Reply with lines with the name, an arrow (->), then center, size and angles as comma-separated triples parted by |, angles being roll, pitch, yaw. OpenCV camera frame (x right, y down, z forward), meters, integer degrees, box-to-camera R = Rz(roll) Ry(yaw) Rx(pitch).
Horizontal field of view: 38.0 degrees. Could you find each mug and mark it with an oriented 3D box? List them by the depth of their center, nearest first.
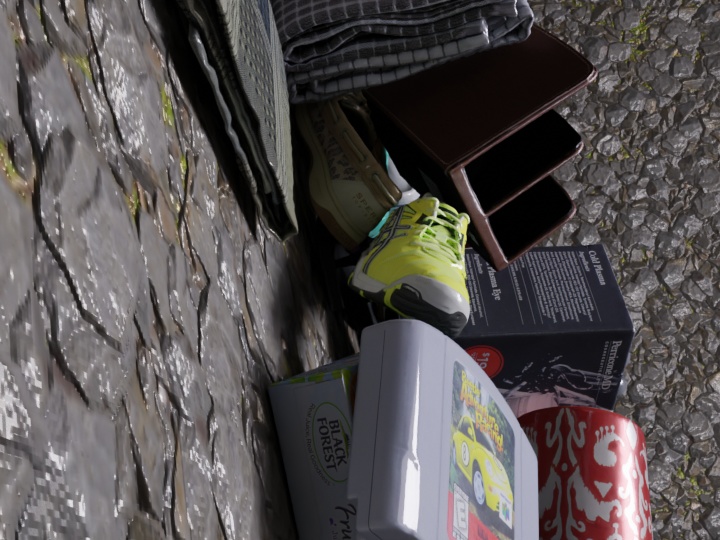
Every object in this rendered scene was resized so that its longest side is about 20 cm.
mug -> 0.136, 0.215, 0.773 | 0.134, 0.175, 0.203 | 53, 38, -50

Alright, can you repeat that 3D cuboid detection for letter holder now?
letter holder -> 0.104, -0.116, 0.832 | 0.101, 0.141, 0.200 | 58, -3, -33

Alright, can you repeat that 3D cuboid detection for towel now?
towel -> -0.076, -0.147, 0.604 | 0.194, 0.034, 0.202 | 75, 5, -46
towel -> 0.023, -0.227, 0.818 | 0.086, 0.197, 0.167 | 68, 11, -46

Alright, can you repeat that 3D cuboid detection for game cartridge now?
game cartridge -> 0.055, 0.119, 0.593 | 0.200, 0.040, 0.135 | 49, 34, -45

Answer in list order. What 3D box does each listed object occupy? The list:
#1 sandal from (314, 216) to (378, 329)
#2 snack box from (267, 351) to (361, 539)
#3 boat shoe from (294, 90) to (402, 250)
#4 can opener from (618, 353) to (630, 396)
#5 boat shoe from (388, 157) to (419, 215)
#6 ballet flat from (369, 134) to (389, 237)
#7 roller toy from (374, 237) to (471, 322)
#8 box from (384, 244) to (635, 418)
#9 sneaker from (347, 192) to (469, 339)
sandal -> 0.000, -0.001, 0.855 | 0.200, 0.047, 0.077 | 46, 32, -76
snack box -> 0.020, 0.149, 0.605 | 0.142, 0.052, 0.203 | -10, 88, -66
boat shoe -> -0.005, -0.096, 0.819 | 0.073, 0.062, 0.201 | 43, 23, -37
can opener -> 0.196, 0.071, 1.013 | 0.200, 0.065, 0.054 | -153, -115, -66
boat shoe -> 0.017, -0.101, 1.013 | 0.200, 0.072, 0.066 | -122, -152, -63
ballet flat -> -0.003, -0.122, 0.943 | 0.071, 0.066, 0.202 | 87, -1, -52
roller toy -> 0.072, 0.027, 1.018 | 0.183, 0.137, 0.203 | 92, -9, -74
box -> 0.112, 0.087, 0.870 | 0.105, 0.179, 0.202 | -98, -173, -48
sneaker -> 0.038, -0.012, 0.699 | 0.077, 0.075, 0.200 | -61, -169, 7
